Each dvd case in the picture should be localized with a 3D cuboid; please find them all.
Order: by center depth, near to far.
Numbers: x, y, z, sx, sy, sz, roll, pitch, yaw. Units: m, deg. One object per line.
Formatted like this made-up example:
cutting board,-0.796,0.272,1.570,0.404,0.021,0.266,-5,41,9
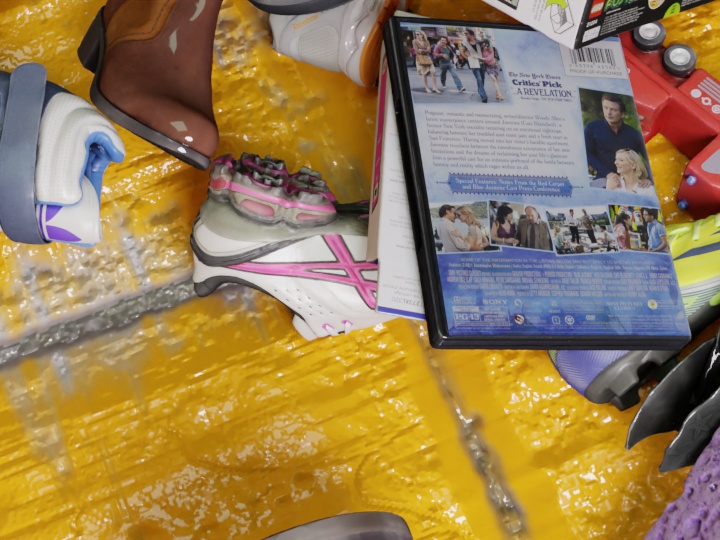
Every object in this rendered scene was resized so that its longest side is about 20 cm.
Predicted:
dvd case,0.092,-0.050,0.788,0.143,0.018,0.200,1,63,-16

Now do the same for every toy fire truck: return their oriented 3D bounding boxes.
toy fire truck,0.145,-0.087,0.886,0.141,0.049,0.200,-40,68,-16

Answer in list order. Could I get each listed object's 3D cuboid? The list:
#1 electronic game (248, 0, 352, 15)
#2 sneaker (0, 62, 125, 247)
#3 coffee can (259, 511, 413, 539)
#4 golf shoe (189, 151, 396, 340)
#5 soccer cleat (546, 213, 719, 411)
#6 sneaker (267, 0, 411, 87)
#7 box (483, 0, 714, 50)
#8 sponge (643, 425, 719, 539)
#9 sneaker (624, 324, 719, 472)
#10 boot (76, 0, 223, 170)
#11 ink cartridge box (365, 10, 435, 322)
electronic game,0.003,-0.235,0.894,0.200,0.042,0.200,-25,42,24
sneaker,-0.229,-0.035,0.860,0.146,0.081,0.200,24,61,19
coffee can,-0.005,0.235,0.673,0.146,0.146,0.200,-22,64,-8
golf shoe,0.000,0.000,0.848,0.200,0.073,0.092,17,107,-1
soccer cleat,0.188,-0.005,0.825,0.200,0.065,0.084,-36,65,-8
sneaker,0.000,-0.216,0.950,0.092,0.076,0.200,14,63,16
box,0.151,-0.192,0.888,0.110,0.035,0.200,36,41,30
sponge,0.162,0.164,0.694,0.030,0.112,0.200,36,88,-20
sneaker,0.241,0.056,0.798,0.200,0.104,0.060,0,25,-34
boot,-0.079,-0.172,0.859,0.200,0.068,0.188,-53,29,13
ink cartridge box,0.055,-0.050,0.806,0.095,0.037,0.200,11,57,-11
